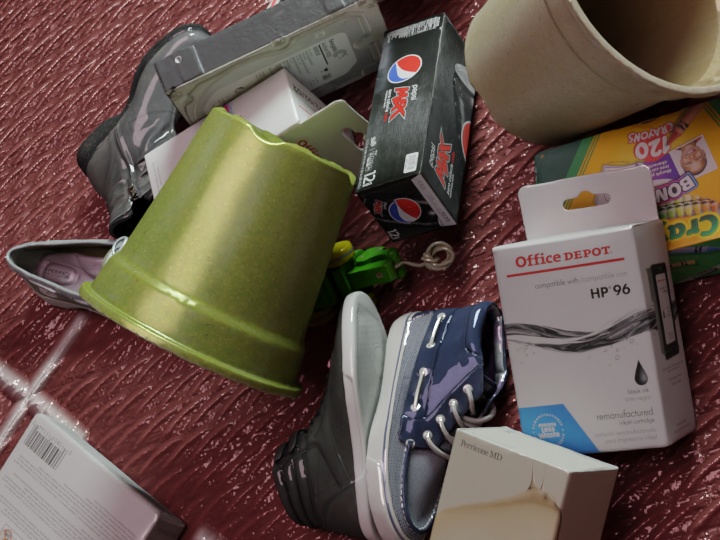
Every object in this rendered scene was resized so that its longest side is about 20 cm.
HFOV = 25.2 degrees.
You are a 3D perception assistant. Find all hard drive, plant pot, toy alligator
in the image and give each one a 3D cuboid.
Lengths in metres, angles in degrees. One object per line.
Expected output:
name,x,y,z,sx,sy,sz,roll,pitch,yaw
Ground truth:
hard drive,-0.071,-0.185,1.433,0.199,0.140,0.038,-25,71,2
plant pot,0.180,-0.191,1.250,0.183,0.200,0.201,-35,45,55
toy alligator,0.000,0.000,1.381,0.199,0.059,0.054,-16,19,27
plant pot,-0.100,-0.024,1.301,0.200,0.200,0.185,28,94,40

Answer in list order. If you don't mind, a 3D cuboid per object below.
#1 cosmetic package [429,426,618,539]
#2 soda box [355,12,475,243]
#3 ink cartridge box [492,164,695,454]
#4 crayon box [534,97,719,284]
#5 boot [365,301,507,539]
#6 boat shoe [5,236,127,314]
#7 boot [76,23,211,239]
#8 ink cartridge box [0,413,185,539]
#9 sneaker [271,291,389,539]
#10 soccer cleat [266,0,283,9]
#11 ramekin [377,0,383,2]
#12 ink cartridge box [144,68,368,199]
cosmetic package,0.103,0.221,1.146,0.103,0.073,0.201,16,97,37
soda box,0.051,-0.123,1.363,0.063,0.071,0.201,-16,44,28
ink cartridge box,0.168,0.030,1.184,0.116,0.068,0.201,-10,90,30
crayon box,0.237,-0.054,1.240,0.199,0.058,0.119,-16,59,27
boot,0.063,0.117,1.262,0.090,0.073,0.201,-14,59,35
boat shoe,-0.252,0.003,1.540,0.201,0.065,0.075,7,72,36
boot,-0.187,-0.130,1.561,0.200,0.070,0.132,-53,44,16
ink cartridge box,-0.274,0.249,1.445,0.200,0.045,0.177,31,86,41
sneaker,-0.027,0.120,1.303,0.099,0.071,0.201,-7,83,30
soccer cleat,-0.090,-0.192,1.538,0.200,0.068,0.073,-59,14,9
ramekin,0.015,-0.338,1.443,0.098,0.200,0.201,35,89,14
ink cartridge box,-0.078,-0.103,1.442,0.200,0.115,0.068,-29,55,19
